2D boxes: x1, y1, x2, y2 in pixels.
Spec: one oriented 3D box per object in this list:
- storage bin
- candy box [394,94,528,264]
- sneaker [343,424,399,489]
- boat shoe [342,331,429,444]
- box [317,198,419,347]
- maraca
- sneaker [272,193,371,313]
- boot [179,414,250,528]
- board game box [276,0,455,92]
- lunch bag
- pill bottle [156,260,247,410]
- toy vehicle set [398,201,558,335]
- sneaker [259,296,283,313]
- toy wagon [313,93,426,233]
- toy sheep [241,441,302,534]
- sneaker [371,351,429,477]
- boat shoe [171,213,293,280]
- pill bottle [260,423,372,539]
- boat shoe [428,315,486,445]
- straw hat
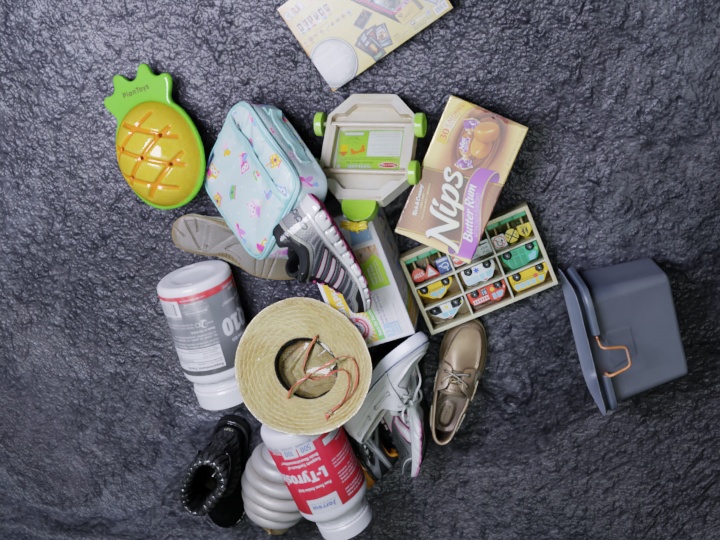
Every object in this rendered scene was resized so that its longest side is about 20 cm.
[{"bbox_3d":[0.373,0.083,1.382,0.133,0.146,0.202,-17,109,4],"label":"storage bin"},{"bbox_3d":[0.136,-0.125,1.351,0.116,0.056,0.202,24,101,2],"label":"candy box"},{"bbox_3d":[-0.011,0.237,1.536,0.077,0.078,0.201,-30,103,-8],"label":"sneaker"},{"bbox_3d":[0.048,0.181,1.426,0.086,0.074,0.202,48,115,16],"label":"boat shoe"},{"bbox_3d":[0.000,0.000,1.416,0.111,0.102,0.202,-18,108,14],"label":"box"},{"bbox_3d":[-0.288,-0.185,1.386,0.136,0.107,0.202,-17,97,19],"label":"maraca"},{"bbox_3d":[-0.052,-0.009,1.298,0.087,0.074,0.201,-29,130,2],"label":"sneaker"},{"bbox_3d":[-0.228,0.349,1.559,0.078,0.158,0.213,5,112,6],"label":"boot"},{"bbox_3d":[0.007,-0.350,1.312,0.199,0.035,0.136,-31,104,19],"label":"board game box"},{"bbox_3d":[-0.132,-0.127,1.342,0.201,0.077,0.161,54,131,32],"label":"lunch bag"},{"bbox_3d":[-0.223,0.097,1.483,0.113,0.114,0.202,-10,110,12],"label":"pill bottle"},{"bbox_3d":[0.168,-0.002,1.419,0.198,0.027,0.125,-23,104,11],"label":"toy vehicle set"},{"bbox_3d":[-0.107,0.131,1.491,0.088,0.079,0.202,7,122,24],"label":"sneaker"},{"bbox_3d":[0.006,-0.142,1.330,0.153,0.040,0.202,3,73,17],"label":"toy wagon"},{"bbox_3d":[-0.122,0.330,1.555,0.136,0.138,0.202,11,111,4],"label":"toy sheep"},{"bbox_3d":[0.057,0.213,1.514,0.085,0.080,0.203,-1,98,15],"label":"sneaker"},{"bbox_3d":[-0.176,-0.039,1.459,0.198,0.063,0.074,13,101,-4],"label":"boat shoe"},{"bbox_3d":[-0.059,0.293,1.456,0.111,0.112,0.202,-19,109,15],"label":"pill bottle"},{"bbox_3d":[0.146,0.166,1.480,0.070,0.065,0.202,10,111,4],"label":"boat shoe"},{"bbox_3d":[-0.072,0.140,1.406,0.199,0.085,0.204,-2,82,14],"label":"straw hat"}]
